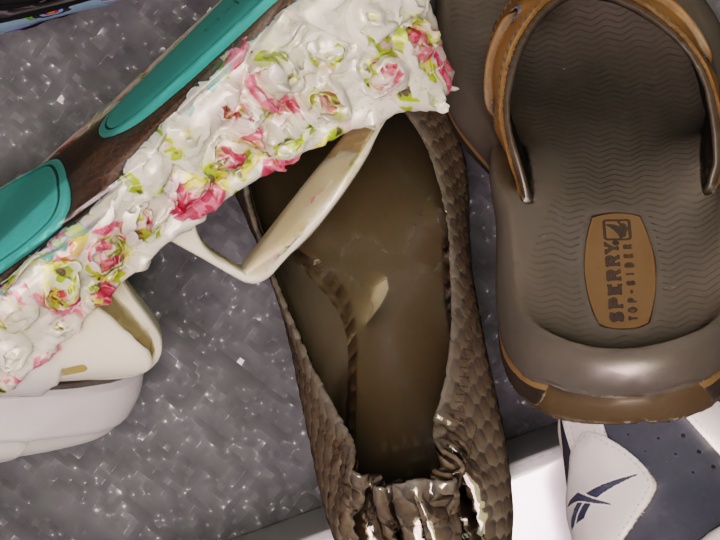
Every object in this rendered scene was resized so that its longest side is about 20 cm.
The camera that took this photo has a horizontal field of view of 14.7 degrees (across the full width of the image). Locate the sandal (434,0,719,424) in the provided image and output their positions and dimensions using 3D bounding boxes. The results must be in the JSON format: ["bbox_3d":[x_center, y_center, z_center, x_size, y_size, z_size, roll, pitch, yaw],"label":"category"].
[{"bbox_3d":[0.058,-0.041,0.726,0.082,0.200,0.055,-6,129,6],"label":"sandal"}]

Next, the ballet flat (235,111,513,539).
[{"bbox_3d":[0.000,0.000,0.756,0.067,0.046,0.200,-14,64,5],"label":"ballet flat"}]

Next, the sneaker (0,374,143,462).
[{"bbox_3d":[-0.162,0.043,0.797,0.200,0.073,0.085,1,125,-7],"label":"sneaker"}]

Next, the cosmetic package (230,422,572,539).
[{"bbox_3d":[-0.016,0.123,0.788,0.200,0.071,0.102,-19,92,1],"label":"cosmetic package"}]

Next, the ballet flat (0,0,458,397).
[{"bbox_3d":[-0.056,-0.012,0.728,0.200,0.076,0.064,-38,109,5],"label":"ballet flat"}]

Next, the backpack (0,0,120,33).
[{"bbox_3d":[-0.066,-0.143,0.728,0.200,0.183,0.135,-23,85,13],"label":"backpack"}]

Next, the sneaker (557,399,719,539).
[{"bbox_3d":[0.125,0.041,0.754,0.199,0.079,0.130,-11,76,-35],"label":"sneaker"}]
